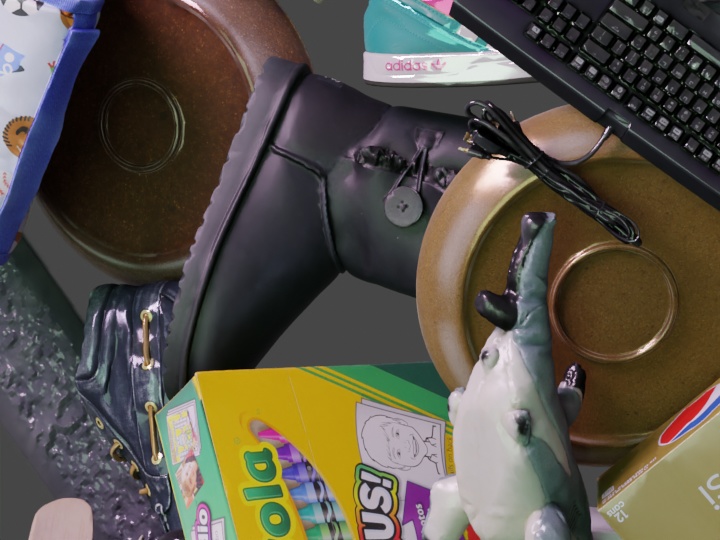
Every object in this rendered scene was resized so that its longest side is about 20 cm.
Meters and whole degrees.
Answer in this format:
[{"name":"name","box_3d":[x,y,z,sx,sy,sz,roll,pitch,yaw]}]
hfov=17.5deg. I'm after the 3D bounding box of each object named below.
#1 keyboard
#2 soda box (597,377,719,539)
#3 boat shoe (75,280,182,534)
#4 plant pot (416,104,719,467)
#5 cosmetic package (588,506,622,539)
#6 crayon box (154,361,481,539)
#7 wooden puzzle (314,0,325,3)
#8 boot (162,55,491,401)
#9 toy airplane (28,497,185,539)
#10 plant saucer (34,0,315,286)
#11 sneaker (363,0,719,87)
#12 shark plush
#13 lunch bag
[{"name":"keyboard","box_3d":[0.129,-0.079,1.131,0.200,0.021,0.127,35,89,3]},{"name":"soda box","box_3d":[0.211,0.071,1.146,0.200,0.068,0.064,-40,93,10]},{"name":"boat shoe","box_3d":[-0.109,0.104,1.325,0.090,0.071,0.201,1,92,19]},{"name":"plant pot","box_3d":[0.127,0.013,1.180,0.199,0.028,0.201,0,111,1]},{"name":"cosmetic package","box_3d":[0.124,0.229,1.250,0.082,0.051,0.201,6,100,21]},{"name":"crayon box","box_3d":[0.001,0.149,1.192,0.058,0.172,0.201,-41,58,47]},{"name":"wooden puzzle","box_3d":[-0.110,-0.234,1.227,0.199,0.037,0.186,21,140,26]},{"name":"boot","box_3d":[0.000,0.000,1.228,0.167,0.076,0.201,19,88,12]},{"name":"toy airplane","box_3d":[-0.156,0.222,1.230,0.199,0.200,0.142,24,144,36]},{"name":"plant saucer","box_3d":[-0.118,-0.084,1.319,0.199,0.034,0.201,4,99,24]},{"name":"sneaker","box_3d":[0.095,-0.158,1.187,0.199,0.084,0.121,-2,98,16]},{"name":"shark plush","box_3d":[0.080,0.069,1.160,0.091,0.083,0.201,1,105,48]},{"name":"lunch bag","box_3d":[-0.226,-0.120,1.281,0.200,0.123,0.171,43,118,39]}]
